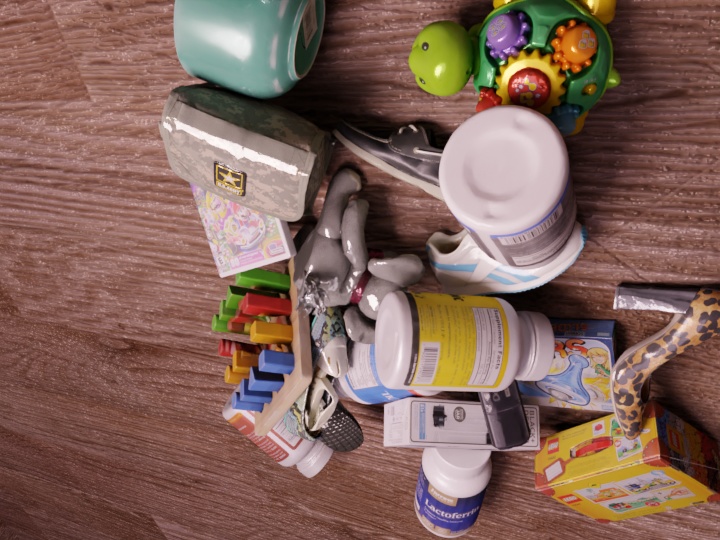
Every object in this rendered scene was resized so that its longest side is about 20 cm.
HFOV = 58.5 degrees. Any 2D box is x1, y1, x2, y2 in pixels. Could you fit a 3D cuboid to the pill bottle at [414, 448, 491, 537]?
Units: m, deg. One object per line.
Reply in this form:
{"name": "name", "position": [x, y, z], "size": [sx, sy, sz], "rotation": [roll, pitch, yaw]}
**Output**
{"name": "pill bottle", "position": [0.152, 0.337, 1.053], "size": [0.113, 0.116, 0.203], "rotation": [16, 133, 15]}

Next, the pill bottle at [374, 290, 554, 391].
{"name": "pill bottle", "position": [0.122, 0.086, 0.761], "size": [0.195, 0.113, 0.112], "rotation": [5, 137, -14]}

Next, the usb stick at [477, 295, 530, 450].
{"name": "usb stick", "position": [0.175, 0.136, 0.843], "size": [0.054, 0.033, 0.204], "rotation": [-16, 94, 4]}

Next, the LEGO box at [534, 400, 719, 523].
{"name": "LEGO box", "position": [0.363, 0.270, 0.884], "size": [0.147, 0.078, 0.199], "rotation": [31, 138, -22]}

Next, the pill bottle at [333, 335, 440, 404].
{"name": "pill bottle", "position": [0.034, 0.134, 0.939], "size": [0.113, 0.113, 0.198], "rotation": [48, 142, -17]}

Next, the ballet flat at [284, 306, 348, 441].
{"name": "ballet flat", "position": [-0.050, 0.150, 0.908], "size": [0.073, 0.074, 0.204], "rotation": [19, 107, 11]}

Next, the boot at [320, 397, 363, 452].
{"name": "boot", "position": [-0.058, 0.190, 1.041], "size": [0.067, 0.132, 0.201], "rotation": [-27, 122, 15]}

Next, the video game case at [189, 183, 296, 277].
{"name": "video game case", "position": [-0.170, -0.102, 0.864], "size": [0.141, 0.018, 0.204], "rotation": [-13, 97, 37]}

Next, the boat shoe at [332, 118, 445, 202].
{"name": "boat shoe", "position": [0.060, -0.135, 0.747], "size": [0.197, 0.072, 0.069], "rotation": [27, 99, 15]}

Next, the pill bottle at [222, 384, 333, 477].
{"name": "pill bottle", "position": [-0.143, 0.278, 1.164], "size": [0.200, 0.113, 0.112], "rotation": [43, 134, -11]}

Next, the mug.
{"name": "mug", "position": [-0.106, -0.249, 0.640], "size": [0.112, 0.186, 0.155], "rotation": [19, 117, 6]}

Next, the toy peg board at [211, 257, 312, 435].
{"name": "toy peg board", "position": [-0.155, 0.107, 0.947], "size": [0.096, 0.203, 0.201], "rotation": [10, 142, -23]}

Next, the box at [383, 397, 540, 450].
{"name": "box", "position": [0.141, 0.221, 0.913], "size": [0.195, 0.062, 0.117], "rotation": [6, 162, -16]}

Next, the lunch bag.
{"name": "lunch bag", "position": [-0.119, -0.133, 0.714], "size": [0.161, 0.200, 0.120], "rotation": [22, 97, -1]}

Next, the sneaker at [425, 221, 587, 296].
{"name": "sneaker", "position": [0.167, -0.025, 0.763], "size": [0.197, 0.077, 0.082], "rotation": [-16, 117, 35]}

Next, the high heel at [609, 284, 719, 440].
{"name": "high heel", "position": [0.369, 0.117, 0.750], "size": [0.140, 0.071, 0.205], "rotation": [4, 108, 32]}

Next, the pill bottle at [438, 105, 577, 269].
{"name": "pill bottle", "position": [0.153, -0.068, 0.632], "size": [0.111, 0.116, 0.200], "rotation": [7, 171, 22]}

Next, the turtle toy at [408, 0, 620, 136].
{"name": "turtle toy", "position": [0.145, -0.194, 0.610], "size": [0.196, 0.102, 0.148], "rotation": [15, 133, 16]}

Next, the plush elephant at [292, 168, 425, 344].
{"name": "plush elephant", "position": [0.000, 0.000, 0.826], "size": [0.152, 0.202, 0.165], "rotation": [22, 131, -18]}

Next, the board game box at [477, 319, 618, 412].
{"name": "board game box", "position": [0.247, 0.126, 0.878], "size": [0.196, 0.035, 0.137], "rotation": [-1, 127, 29]}
